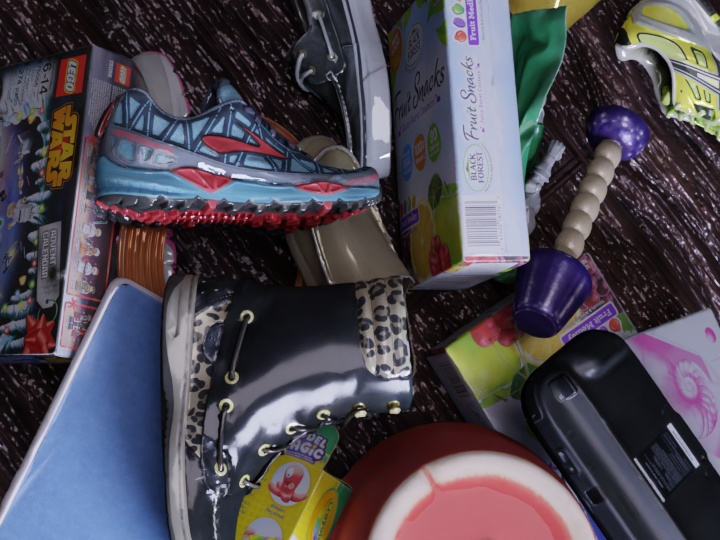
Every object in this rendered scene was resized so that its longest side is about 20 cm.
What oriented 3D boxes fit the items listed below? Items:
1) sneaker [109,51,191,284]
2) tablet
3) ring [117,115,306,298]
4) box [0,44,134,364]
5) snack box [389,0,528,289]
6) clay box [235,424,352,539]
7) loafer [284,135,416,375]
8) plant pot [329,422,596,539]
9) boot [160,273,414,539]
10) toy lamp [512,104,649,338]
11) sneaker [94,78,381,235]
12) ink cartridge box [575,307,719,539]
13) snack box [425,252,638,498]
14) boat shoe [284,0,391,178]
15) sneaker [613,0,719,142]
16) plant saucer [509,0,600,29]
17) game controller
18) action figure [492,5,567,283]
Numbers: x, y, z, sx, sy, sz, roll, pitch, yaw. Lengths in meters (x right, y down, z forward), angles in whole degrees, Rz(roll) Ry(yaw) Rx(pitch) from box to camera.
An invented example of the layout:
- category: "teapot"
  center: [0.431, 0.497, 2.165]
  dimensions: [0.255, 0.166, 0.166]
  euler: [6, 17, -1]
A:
- category: "sneaker"
  center: [-0.168, -0.058, 0.935]
  dimensions: [0.087, 0.081, 0.202]
  euler: [8, 79, -16]
- category: "tablet"
  center: [-0.142, 0.120, 0.842]
  dimensions: [0.130, 0.014, 0.201]
  euler: [31, 72, -24]
- category: "ring"
  center: [-0.091, -0.010, 0.934]
  dimensions: [0.200, 0.019, 0.202]
  euler: [-7, 99, -48]
- category: "box"
  center: [-0.218, -0.039, 0.892]
  dimensions: [0.040, 0.136, 0.202]
  euler: [17, 74, -49]
- category: "snack box"
  center: [0.066, -0.094, 0.965]
  dimensions: [0.053, 0.142, 0.202]
  euler: [-1, 82, -16]
- category: "clay box"
  center: [-0.088, 0.183, 0.879]
  dimensions: [0.201, 0.114, 0.048]
  euler: [-62, 143, -14]
- category: "loafer"
  center: [0.000, 0.000, 0.961]
  dimensions: [0.075, 0.068, 0.202]
  euler: [-22, 101, -45]
- category: "plant pot"
  center: [0.069, 0.192, 0.867]
  dimensions: [0.199, 0.177, 0.202]
  euler: [0, 79, -2]
- category: "boot"
  center: [-0.041, 0.099, 0.819]
  dimensions: [0.152, 0.073, 0.205]
  euler: [-4, 83, -2]
- category: "toy lamp"
  center: [0.160, -0.037, 0.995]
  dimensions: [0.058, 0.058, 0.201]
  euler: [32, 56, -8]
- category: "sneaker"
  center: [-0.071, -0.077, 0.863]
  dimensions: [0.199, 0.079, 0.096]
  euler: [2, 80, -33]
- category: "ink cartridge box"
  center: [0.227, 0.138, 0.951]
  dimensions: [0.199, 0.043, 0.198]
  euler: [-15, 78, -47]
- category: "snack box"
  center: [0.162, 0.108, 1.014]
  dimensions: [0.142, 0.053, 0.201]
  euler: [-32, 91, -17]
- category: "boat shoe"
  center: [-0.022, -0.159, 1.006]
  dimensions: [0.070, 0.072, 0.202]
  euler: [-9, 74, -8]
- category: "sneaker"
  center: [0.283, -0.137, 1.083]
  dimensions: [0.076, 0.075, 0.200]
  euler: [-41, 83, -10]
- category: "plant saucer"
  center: [0.159, -0.318, 1.084]
  dimensions: [0.200, 0.048, 0.200]
  euler: [-41, 94, -17]
- category: "game controller"
  center: [0.187, 0.135, 0.883]
  dimensions: [0.104, 0.042, 0.201]
  euler: [-33, 88, -44]
- category: "action figure"
  center: [0.116, -0.090, 1.019]
  dimensions: [0.054, 0.118, 0.202]
  euler: [8, 88, -26]
